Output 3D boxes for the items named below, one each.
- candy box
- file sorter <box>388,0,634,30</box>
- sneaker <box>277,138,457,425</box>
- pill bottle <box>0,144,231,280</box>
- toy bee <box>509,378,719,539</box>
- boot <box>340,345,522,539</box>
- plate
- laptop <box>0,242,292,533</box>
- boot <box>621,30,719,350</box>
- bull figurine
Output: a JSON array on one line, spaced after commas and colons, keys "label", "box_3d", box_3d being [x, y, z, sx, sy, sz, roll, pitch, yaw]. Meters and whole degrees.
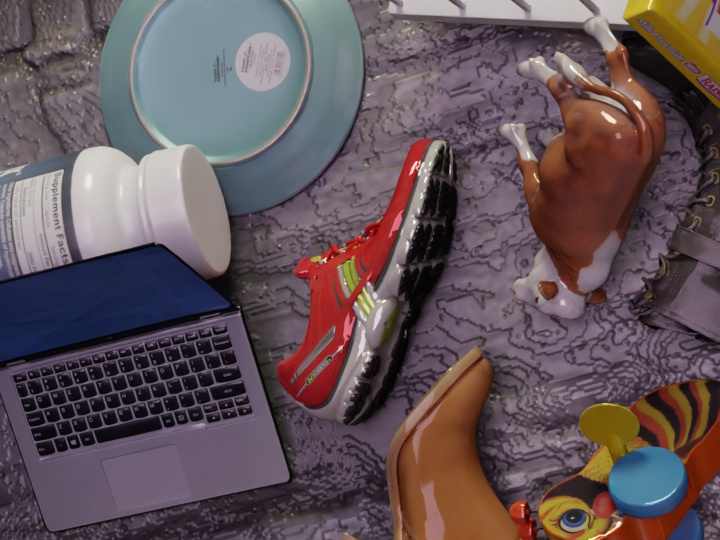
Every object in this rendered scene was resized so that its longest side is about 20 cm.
[{"label": "candy box", "box_3d": [0.219, -0.197, 0.916, 0.026, 0.102, 0.201, -14, 48, 54]}, {"label": "file sorter", "box_3d": [0.096, -0.233, 0.951, 0.199, 0.124, 0.140, 8, 84, 28]}, {"label": "sneaker", "box_3d": [0.000, 0.000, 1.036, 0.085, 0.077, 0.201, 24, 91, 21]}, {"label": "pill bottle", "box_3d": [-0.195, -0.018, 1.065, 0.199, 0.120, 0.120, -13, 82, 13]}, {"label": "toy bee", "box_3d": [0.149, 0.137, 0.949, 0.108, 0.200, 0.132, 9, 117, 34]}, {"label": "boot", "box_3d": [0.080, 0.165, 1.005, 0.154, 0.074, 0.201, 28, 96, 11]}, {"label": "plate", "box_3d": [-0.096, -0.139, 1.099, 0.199, 0.026, 0.202, -2, 84, 15]}, {"label": "laptop", "box_3d": [-0.169, 0.084, 1.021, 0.186, 0.116, 0.201, -13, 102, 14]}, {"label": "boot", "box_3d": [0.217, -0.044, 0.985, 0.199, 0.069, 0.175, 31, 94, 16]}, {"label": "bull figurine", "box_3d": [0.133, -0.058, 0.973, 0.065, 0.200, 0.122, -13, 62, -22]}]
